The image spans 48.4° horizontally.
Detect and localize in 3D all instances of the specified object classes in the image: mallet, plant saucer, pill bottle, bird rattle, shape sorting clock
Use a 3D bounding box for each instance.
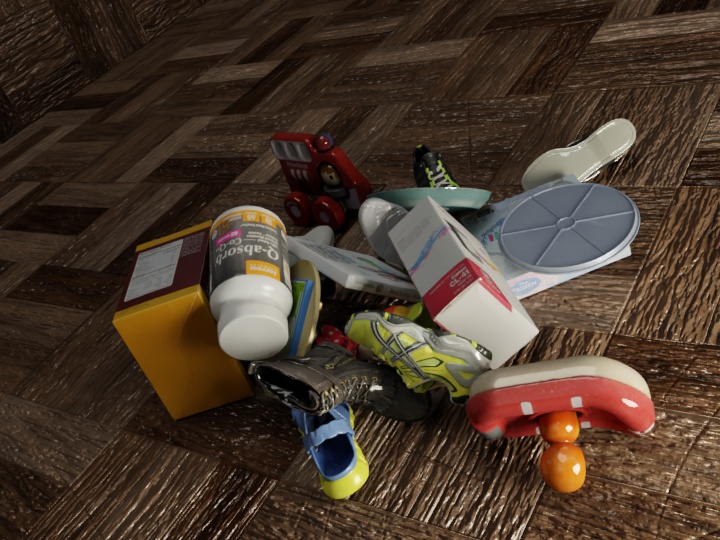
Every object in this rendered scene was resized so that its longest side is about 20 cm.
[{"bbox_3d":[-0.078,0.076,1.254,0.065,0.041,0.202,-16,37,17],"label":"mallet"},{"bbox_3d":[0.107,-0.106,1.261,0.196,0.028,0.200,-2,-1,0],"label":"plant saucer"},{"bbox_3d":[-0.153,0.016,1.119,0.115,0.117,0.202,-18,48,8],"label":"pill bottle"},{"bbox_3d":[0.038,0.099,1.119,0.198,0.114,0.163,-12,17,34],"label":"bird rattle"},{"bbox_3d":[-0.101,0.084,1.151,0.200,0.039,0.203,-39,43,48],"label":"shape sorting clock"}]

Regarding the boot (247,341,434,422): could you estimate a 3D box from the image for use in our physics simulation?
[{"bbox_3d":[-0.021,0.148,0.967,0.197,0.070,0.174,19,9,18],"label":"boot"}]

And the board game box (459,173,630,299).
[{"bbox_3d":[0.271,-0.052,1.210,0.197,0.044,0.200,-21,33,3],"label":"board game box"}]

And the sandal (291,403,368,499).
[{"bbox_3d":[-0.047,0.191,1.017,0.079,0.088,0.200,-29,31,-6],"label":"sandal"}]

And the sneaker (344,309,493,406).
[{"bbox_3d":[0.058,0.102,0.966,0.198,0.075,0.078,14,80,35],"label":"sneaker"}]

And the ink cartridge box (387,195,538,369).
[{"bbox_3d":[0.133,0.013,1.069,0.085,0.147,0.201,-41,38,16],"label":"ink cartridge box"}]

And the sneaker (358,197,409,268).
[{"bbox_3d":[0.062,-0.049,1.214,0.076,0.199,0.114,-51,27,5],"label":"sneaker"}]

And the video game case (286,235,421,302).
[{"bbox_3d":[0.000,0.000,1.212,0.199,0.180,0.024,31,104,52],"label":"video game case"}]

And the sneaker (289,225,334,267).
[{"bbox_3d":[-0.120,-0.027,1.368,0.074,0.101,0.200,11,44,44],"label":"sneaker"}]

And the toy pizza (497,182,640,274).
[{"bbox_3d":[0.294,-0.055,1.134,0.197,0.032,0.202,-15,36,11],"label":"toy pizza"}]

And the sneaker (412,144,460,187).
[{"bbox_3d":[0.127,-0.166,1.430,0.071,0.084,0.201,-24,32,-1],"label":"sneaker"}]

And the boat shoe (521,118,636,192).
[{"bbox_3d":[0.361,-0.182,1.328,0.199,0.075,0.060,-33,-12,13],"label":"boat shoe"}]

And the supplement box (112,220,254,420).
[{"bbox_3d":[-0.252,0.072,1.212,0.131,0.199,0.201,-17,33,8],"label":"supplement box"}]

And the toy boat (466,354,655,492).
[{"bbox_3d":[0.218,0.173,0.870,0.197,0.131,0.133,-12,64,18],"label":"toy boat"}]

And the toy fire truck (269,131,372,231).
[{"bbox_3d":[-0.076,-0.178,1.494,0.198,0.170,0.112,13,46,43],"label":"toy fire truck"}]

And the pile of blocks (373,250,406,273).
[{"bbox_3d":[0.049,-0.072,1.361,0.081,0.063,0.201,-24,32,-2],"label":"pile of blocks"}]
